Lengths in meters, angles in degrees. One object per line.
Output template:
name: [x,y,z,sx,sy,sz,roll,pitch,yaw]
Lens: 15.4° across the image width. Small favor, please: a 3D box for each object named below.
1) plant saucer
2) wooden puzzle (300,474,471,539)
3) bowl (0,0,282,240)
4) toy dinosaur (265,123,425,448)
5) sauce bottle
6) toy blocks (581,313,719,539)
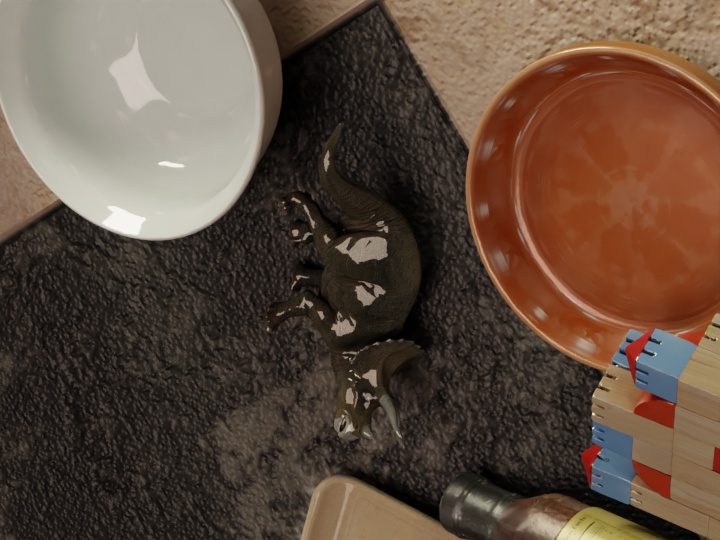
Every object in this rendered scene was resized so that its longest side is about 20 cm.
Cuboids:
plant saucer: [0.155,-0.036,1.534,0.200,0.032,0.200,12,116,27]
wooden puzzle: [0.042,0.246,1.711,0.200,0.037,0.185,24,112,24]
bowl: [-0.121,-0.127,1.635,0.201,0.090,0.201,13,117,27]
toy dinosaur: [0.000,0.000,1.636,0.102,0.077,0.200,14,112,14]
sauce bottle: [0.135,0.173,1.606,0.200,0.066,0.066,21,121,40]
toy blocks: [0.192,0.087,1.504,0.137,0.100,0.200,23,149,19]
